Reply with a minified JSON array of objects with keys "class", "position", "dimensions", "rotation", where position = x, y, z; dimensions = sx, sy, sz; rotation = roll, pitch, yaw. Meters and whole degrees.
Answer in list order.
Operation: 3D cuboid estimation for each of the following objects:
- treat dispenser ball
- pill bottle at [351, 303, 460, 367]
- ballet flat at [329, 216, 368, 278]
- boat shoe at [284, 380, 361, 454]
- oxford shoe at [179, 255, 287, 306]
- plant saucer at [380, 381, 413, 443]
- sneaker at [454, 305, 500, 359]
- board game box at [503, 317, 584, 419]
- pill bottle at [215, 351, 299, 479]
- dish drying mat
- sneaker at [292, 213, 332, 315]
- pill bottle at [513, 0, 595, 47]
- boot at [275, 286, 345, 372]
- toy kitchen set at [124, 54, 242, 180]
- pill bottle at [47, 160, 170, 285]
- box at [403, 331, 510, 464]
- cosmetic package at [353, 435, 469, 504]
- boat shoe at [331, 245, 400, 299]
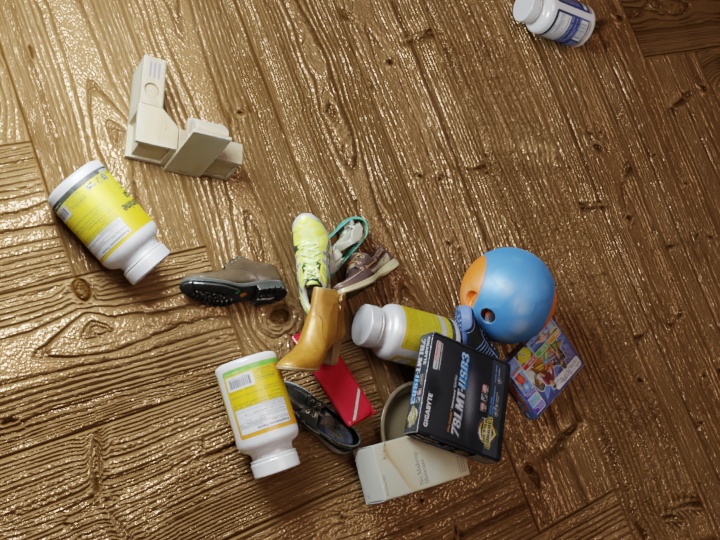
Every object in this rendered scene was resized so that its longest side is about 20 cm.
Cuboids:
[{"class":"treat dispenser ball","position":[0.308,0.053,1.824],"dimensions":[0.200,0.201,0.202],"rotation":[11,67,-28]},{"class":"pill bottle","position":[0.088,0.128,1.717],"dimensions":[0.199,0.111,0.112],"rotation":[16,65,-27]},{"class":"ballet flat","position":[-0.049,-0.041,1.720],"dimensions":[0.067,0.070,0.200],"rotation":[46,56,-10]},{"class":"boat shoe","position":[-0.081,0.264,1.597],"dimensions":[0.200,0.057,0.069],"rotation":[38,57,-15]},{"class":"oxford shoe","position":[-0.238,0.016,1.594],"dimensions":[0.199,0.073,0.085],"rotation":[2,55,-33]},{"class":"plant saucer","position":[0.119,0.318,1.718],"dimensions":[0.199,0.029,0.201],"rotation":[12,66,-28]},{"class":"sneaker","position":[0.240,0.151,1.773],"dimensions":[0.078,0.070,0.201],"rotation":[-13,121,-3]},{"class":"board game box","position":[0.396,0.213,1.922],"dimensions":[0.200,0.034,0.136],"rotation":[-37,95,-35]},{"class":"pill bottle","position":[-0.172,0.251,1.513],"dimensions":[0.111,0.111,0.201],"rotation":[-12,79,-34]},{"class":"dish drying mat","position":[-0.049,0.195,1.634],"dimensions":[0.077,0.018,0.200],"rotation":[-20,70,-40]},{"class":"sneaker","position":[-0.085,-0.008,1.640],"dimensions":[0.075,0.076,0.201],"rotation":[-10,98,-2]},{"class":"pill bottle","position":[0.496,-0.655,2.252],"dimensions":[0.199,0.111,0.112],"rotation":[11,67,-28]},{"class":"boot","position":[-0.086,0.101,1.548],"dimensions":[0.201,0.070,0.145],"rotation":[-4,99,-65]},{"class":"toy kitchen set","position":[-0.305,-0.291,1.597],"dimensions":[0.199,0.163,0.181],"rotation":[11,67,-28]},{"class":"pill bottle","position":[-0.420,-0.077,1.480],"dimensions":[0.200,0.112,0.112],"rotation":[49,55,-8]},{"class":"box","position":[0.188,0.242,1.653],"dimensions":[0.198,0.050,0.201],"rotation":[26,62,-26]},{"class":"cosmetic package","position":[0.097,0.359,1.630],"dimensions":[0.199,0.073,0.104],"rotation":[-9,78,-34]},{"class":"boat shoe","position":[0.000,0.000,1.727],"dimensions":[0.200,0.072,0.072],"rotation":[-30,86,-47]}]
